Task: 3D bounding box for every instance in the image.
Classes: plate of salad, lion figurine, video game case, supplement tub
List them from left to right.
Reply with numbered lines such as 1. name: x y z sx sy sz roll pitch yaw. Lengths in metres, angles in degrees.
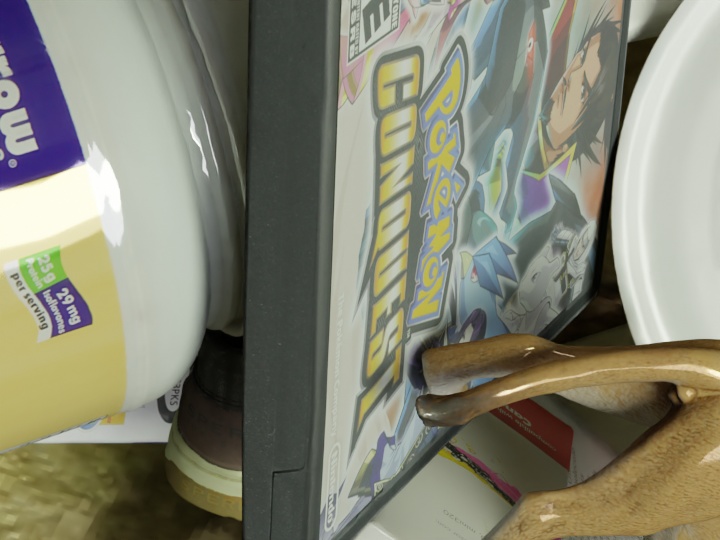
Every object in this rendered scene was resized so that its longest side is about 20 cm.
1. supplement tub: -0.126 -0.017 0.649 0.200 0.145 0.146 -19 119 -16
2. video game case: 0.026 -0.046 0.659 0.181 0.025 0.200 -40 140 -51
3. lion figurine: 0.099 0.067 0.676 0.122 0.073 0.200 -15 148 16
4. plate of salad: 0.169 -0.019 0.772 0.199 0.048 0.201 -1 94 -14

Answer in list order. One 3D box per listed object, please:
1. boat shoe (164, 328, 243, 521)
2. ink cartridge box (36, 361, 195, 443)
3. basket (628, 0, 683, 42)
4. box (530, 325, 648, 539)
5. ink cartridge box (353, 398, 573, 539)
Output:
1. boat shoe: -0.001 0.000 0.785 0.072 0.201 0.066 20 127 12
2. ink cartridge box: -0.112 -0.018 0.783 0.199 0.076 0.137 2 111 -24
3. basket: 0.080 -0.158 0.783 0.200 0.123 0.136 -14 118 -18
4. box: 0.150 0.121 0.887 0.106 0.200 0.153 -17 119 -16
5. ink cartridge box: 0.004 0.111 0.784 0.067 0.200 0.117 35 109 -5
